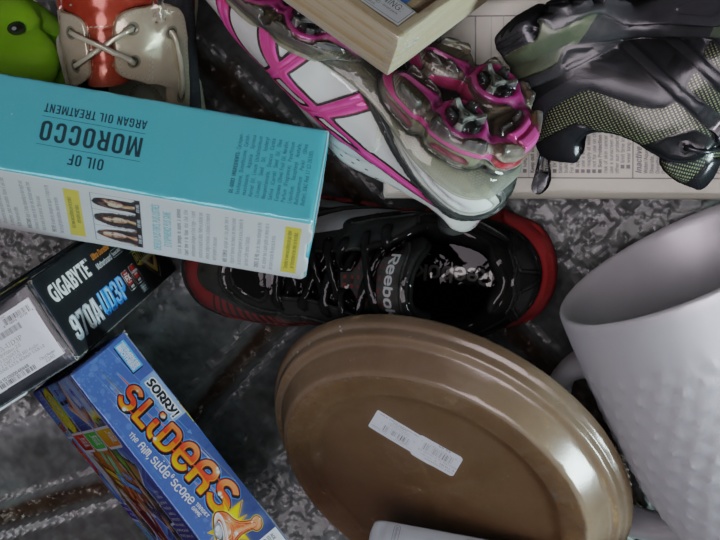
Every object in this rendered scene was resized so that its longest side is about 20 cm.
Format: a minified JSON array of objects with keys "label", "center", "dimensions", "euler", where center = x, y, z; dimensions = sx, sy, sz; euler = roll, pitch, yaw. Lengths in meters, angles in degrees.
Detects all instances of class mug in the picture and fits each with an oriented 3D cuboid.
[{"label":"mug","center":[0.180,0.075,1.001],"dimensions":[0.199,0.148,0.176],"euler":[-17,105,37]}]

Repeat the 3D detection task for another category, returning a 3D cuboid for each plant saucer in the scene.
[{"label":"plant saucer","center":[0.041,0.103,1.016],"dimensions":[0.199,0.030,0.201],"euler":[19,140,17]}]

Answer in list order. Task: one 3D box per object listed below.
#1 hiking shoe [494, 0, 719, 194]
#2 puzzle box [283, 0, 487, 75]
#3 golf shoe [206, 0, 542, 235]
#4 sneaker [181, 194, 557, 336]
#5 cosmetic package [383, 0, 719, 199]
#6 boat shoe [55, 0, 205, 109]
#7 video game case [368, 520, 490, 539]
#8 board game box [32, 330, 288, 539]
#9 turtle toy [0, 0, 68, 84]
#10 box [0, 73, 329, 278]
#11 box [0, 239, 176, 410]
[{"label":"hiking shoe","center":[0.168,-0.093,0.929],"dimensions":[0.199,0.076,0.101],"euler":[-8,107,18]},{"label":"puzzle box","center":[-0.021,-0.184,0.942],"dimensions":[0.200,0.133,0.025],"euler":[37,139,15]},{"label":"golf shoe","center":[-0.011,-0.092,0.945],"dimensions":[0.200,0.073,0.092],"euler":[40,141,12]},{"label":"sneaker","center":[0.000,0.000,1.023],"dimensions":[0.199,0.098,0.071],"euler":[2,97,9]},{"label":"cosmetic package","center":[0.112,-0.090,1.002],"dimensions":[0.199,0.073,0.104],"euler":[2,101,8]},{"label":"boat shoe","center":[-0.118,-0.106,0.989],"dimensions":[0.071,0.063,0.201],"euler":[6,136,14]},{"label":"video game case","center":[0.088,0.219,1.047],"dimensions":[0.181,0.023,0.201],"euler":[9,131,6]},{"label":"board game box","center":[-0.105,0.101,1.012],"dimensions":[0.034,0.200,0.136],"euler":[-39,95,-15]},{"label":"turtle toy","center":[-0.240,-0.097,1.038],"dimensions":[0.199,0.101,0.147],"euler":[-11,100,10]},{"label":"box","center":[-0.118,-0.047,0.949],"dimensions":[0.199,0.082,0.049],"euler":[10,70,-1]},{"label":"box","center":[-0.189,0.042,1.008],"dimensions":[0.158,0.200,0.046],"euler":[-31,96,14]}]
